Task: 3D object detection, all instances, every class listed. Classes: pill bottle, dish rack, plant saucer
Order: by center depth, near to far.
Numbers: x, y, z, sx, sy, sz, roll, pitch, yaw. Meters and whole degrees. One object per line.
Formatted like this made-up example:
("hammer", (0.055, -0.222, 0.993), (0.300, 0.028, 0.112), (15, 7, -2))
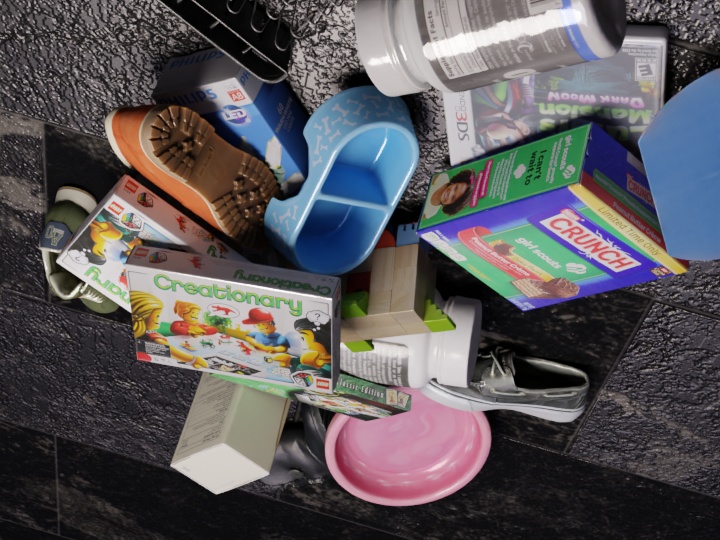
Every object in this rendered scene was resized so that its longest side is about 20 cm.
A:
("pill bottle", (0.103, -0.208, 1.090), (0.200, 0.114, 0.114), (-10, 135, 28))
("dish rack", (-0.071, -0.261, 1.142), (0.153, 0.055, 0.200), (35, 138, -23))
("pill bottle", (0.026, 0.066, 1.463), (0.200, 0.114, 0.114), (8, 141, 11))
("plant saucer", (0.056, 0.198, 1.622), (0.200, 0.051, 0.201), (-3, 126, -5))

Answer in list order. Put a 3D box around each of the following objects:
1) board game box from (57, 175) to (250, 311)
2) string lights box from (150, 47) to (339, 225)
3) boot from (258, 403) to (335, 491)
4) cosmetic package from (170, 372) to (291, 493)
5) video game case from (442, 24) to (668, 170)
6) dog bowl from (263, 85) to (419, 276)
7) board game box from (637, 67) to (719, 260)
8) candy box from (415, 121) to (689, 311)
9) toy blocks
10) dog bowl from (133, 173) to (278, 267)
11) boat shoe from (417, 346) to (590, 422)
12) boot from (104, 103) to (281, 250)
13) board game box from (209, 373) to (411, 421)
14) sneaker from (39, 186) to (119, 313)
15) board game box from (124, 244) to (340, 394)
("board game box", (-0.182, 0.006, 1.317), (0.200, 0.035, 0.126), (36, 133, -15))
("string lights box", (-0.103, -0.126, 1.315), (0.103, 0.059, 0.200), (-7, 137, 31))
("boot", (-0.080, 0.220, 1.722), (0.168, 0.076, 0.200), (-8, 142, 23))
("cosmetic package", (-0.135, 0.145, 1.548), (0.073, 0.200, 0.103), (37, 139, -27))
("video game case", (0.173, -0.149, 1.215), (0.200, 0.023, 0.182), (5, 141, 15))
("dog bowl", (-0.014, -0.078, 1.277), (0.111, 0.050, 0.200), (9, 122, -32))
("board game box", (0.321, -0.104, 1.182), (0.158, 0.039, 0.200), (-25, 128, 0))
("candy box", (0.184, -0.045, 1.266), (0.169, 0.077, 0.200), (34, 146, -33))
("toy blocks", (0.000, 0.000, 1.379), (0.200, 0.137, 0.100), (-8, 149, 24))
("dog bowl", (-0.173, -0.030, 1.414), (0.200, 0.059, 0.200), (29, 159, 13))
("boat shoe", (0.162, 0.117, 1.523), (0.200, 0.072, 0.071), (8, 134, -5))
("boot", (-0.157, -0.093, 1.288), (0.107, 0.075, 0.200), (12, 155, 45))
("board game box", (-0.054, 0.125, 1.469), (0.200, 0.023, 0.105), (19, 162, -24))
("sneaker", (-0.324, 0.002, 1.532), (0.067, 0.090, 0.200), (8, 141, 11))
("board game box", (-0.118, 0.046, 1.274), (0.200, 0.035, 0.126), (9, 132, 9))
